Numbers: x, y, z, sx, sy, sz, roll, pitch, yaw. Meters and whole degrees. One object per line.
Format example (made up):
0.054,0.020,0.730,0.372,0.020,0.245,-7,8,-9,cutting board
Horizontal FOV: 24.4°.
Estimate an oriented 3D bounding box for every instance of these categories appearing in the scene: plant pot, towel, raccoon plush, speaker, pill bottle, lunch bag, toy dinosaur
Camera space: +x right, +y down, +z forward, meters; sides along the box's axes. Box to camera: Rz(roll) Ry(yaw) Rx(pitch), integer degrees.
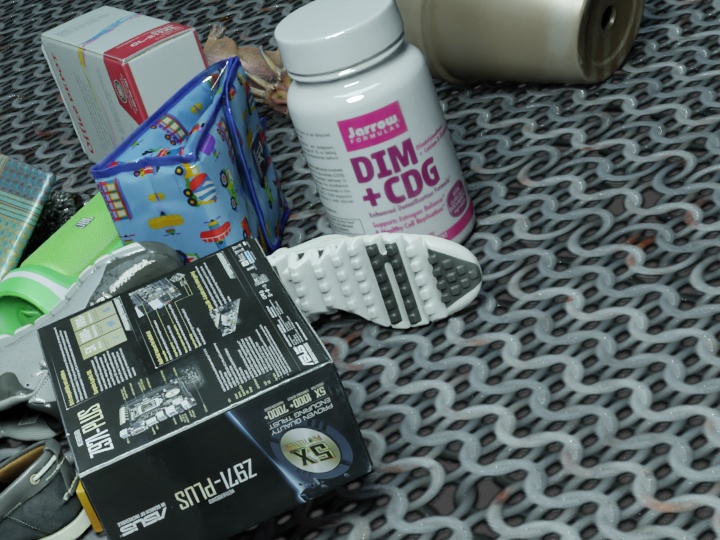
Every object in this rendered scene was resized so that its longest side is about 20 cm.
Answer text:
0.153,-0.248,1.491,0.173,0.200,0.200,22,47,32,plant pot
-0.346,-0.009,1.390,0.146,0.022,0.200,21,82,30,towel
-0.284,-0.005,1.466,0.199,0.134,0.097,5,1,-23,raccoon plush
-0.221,-0.007,1.386,0.088,0.089,0.200,-2,32,32,speaker
0.010,-0.108,1.284,0.113,0.200,0.113,-16,27,9,pill bottle
-0.118,-0.070,1.358,0.094,0.151,0.200,-8,29,22,lunch bag
-0.111,-0.191,1.618,0.199,0.086,0.136,2,20,13,toy dinosaur

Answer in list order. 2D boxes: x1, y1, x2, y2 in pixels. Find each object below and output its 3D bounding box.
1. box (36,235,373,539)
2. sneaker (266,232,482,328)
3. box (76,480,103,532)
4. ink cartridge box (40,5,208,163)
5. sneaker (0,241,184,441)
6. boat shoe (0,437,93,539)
-0.104,0.080,1.056,0.163,0.086,0.200,-24,28,-8,box
0.000,0.000,1.242,0.199,0.075,0.081,-4,20,26,sneaker
-0.118,0.097,1.171,0.119,0.042,0.200,-14,30,13,box
-0.214,-0.167,1.609,0.083,0.146,0.200,-31,29,-22,ink cartridge box
-0.208,0.067,1.246,0.200,0.075,0.116,-36,30,7,sneaker
-0.281,0.173,1.112,0.200,0.068,0.072,-23,28,-2,boat shoe
